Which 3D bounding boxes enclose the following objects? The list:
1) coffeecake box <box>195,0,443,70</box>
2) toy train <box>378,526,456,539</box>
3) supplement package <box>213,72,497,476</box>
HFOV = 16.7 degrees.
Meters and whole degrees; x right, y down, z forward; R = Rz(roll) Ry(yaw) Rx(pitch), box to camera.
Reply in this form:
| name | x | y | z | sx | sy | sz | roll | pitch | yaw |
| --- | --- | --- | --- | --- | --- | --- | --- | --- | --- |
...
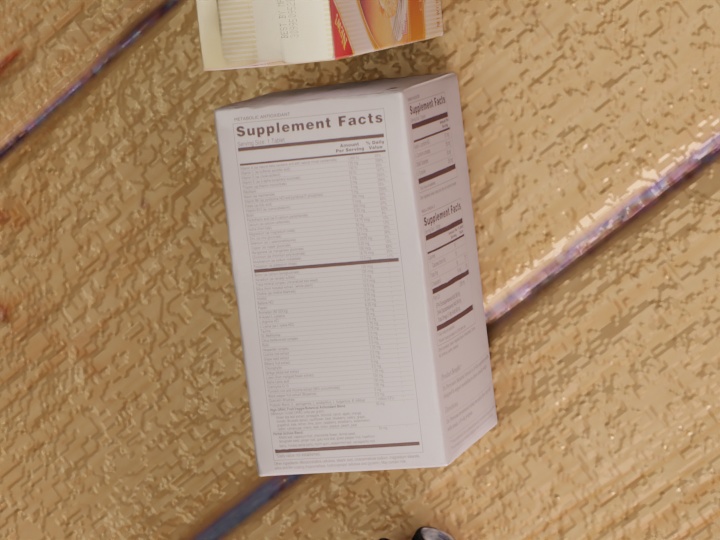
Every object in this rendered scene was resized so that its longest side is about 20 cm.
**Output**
| name | x | y | z | sx | sy | sz | roll | pitch | yaw |
| --- | --- | --- | --- | --- | --- | --- | --- | --- | --- |
| coffeecake box | -0.023 | -0.189 | 1.267 | 0.072 | 0.200 | 0.155 | -3 | 98 | 18 |
| toy train | -0.004 | 0.237 | 1.373 | 0.085 | 0.114 | 0.201 | 31 | 106 | 11 |
| supplement package | 0.000 | 0.000 | 1.337 | 0.113 | 0.109 | 0.202 | -4 | 98 | 18 |
